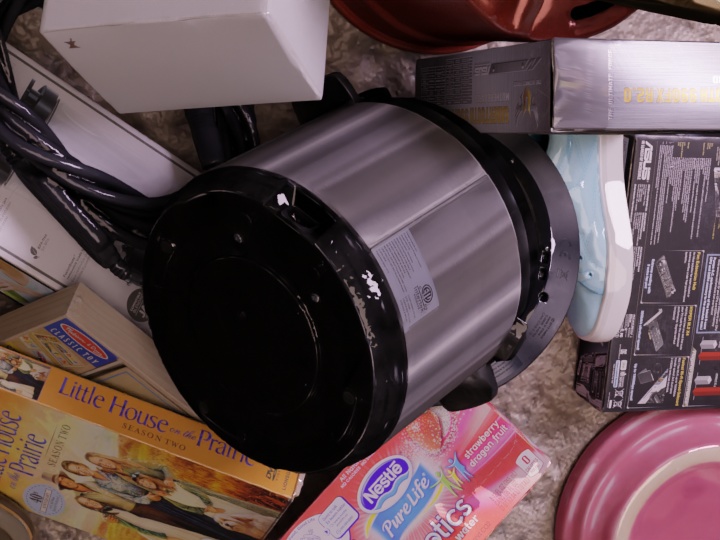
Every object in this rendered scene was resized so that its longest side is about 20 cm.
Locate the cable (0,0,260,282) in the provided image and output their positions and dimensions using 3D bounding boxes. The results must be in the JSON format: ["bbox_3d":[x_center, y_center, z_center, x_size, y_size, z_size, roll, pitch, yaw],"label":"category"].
[{"bbox_3d":[-0.141,-0.104,0.813,0.200,0.051,0.163,49,57,-13],"label":"cable"}]

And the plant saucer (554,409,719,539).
[{"bbox_3d":[0.245,0.194,1.062,0.199,0.051,0.202,-4,106,-15],"label":"plant saucer"}]

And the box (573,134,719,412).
[{"bbox_3d":[0.243,-0.002,1.009,0.157,0.050,0.202,-1,105,-17],"label":"box"}]

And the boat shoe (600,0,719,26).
[{"bbox_3d":[0.141,-0.170,0.717,0.199,0.072,0.067,11,92,-20],"label":"boat shoe"}]

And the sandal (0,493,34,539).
[{"bbox_3d":[-0.293,0.142,0.863,0.199,0.080,0.054,33,49,-26],"label":"sandal"}]

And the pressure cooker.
[{"bbox_3d":[0.002,0.000,0.788,0.200,0.178,0.177,-33,142,-45],"label":"pressure cooker"}]

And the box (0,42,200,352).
[{"bbox_3d":[-0.179,-0.040,0.840,0.199,0.060,0.117,33,64,-23],"label":"box"}]

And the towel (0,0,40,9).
[{"bbox_3d":[-0.213,-0.252,0.819,0.151,0.023,0.202,-5,104,-16],"label":"towel"}]

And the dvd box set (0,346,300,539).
[{"bbox_3d":[-0.149,0.122,0.863,0.199,0.147,0.030,23,52,-9],"label":"dvd box set"}]

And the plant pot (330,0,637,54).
[{"bbox_3d":[0.080,-0.217,0.824,0.199,0.195,0.202,-4,105,-16],"label":"plant pot"}]

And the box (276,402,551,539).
[{"bbox_3d":[0.024,0.166,0.946,0.103,0.095,0.200,41,89,6],"label":"box"}]

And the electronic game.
[{"bbox_3d":[0.041,-0.013,0.907,0.198,0.042,0.202,-1,80,6],"label":"electronic game"}]

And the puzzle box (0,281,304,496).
[{"bbox_3d":[-0.144,0.090,0.867,0.200,0.133,0.026,42,45,-30],"label":"puzzle box"}]

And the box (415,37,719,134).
[{"bbox_3d":[0.137,-0.102,0.808,0.157,0.200,0.049,-3,96,-18],"label":"box"}]

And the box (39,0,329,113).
[{"bbox_3d":[-0.084,-0.198,0.761,0.123,0.098,0.201,-2,70,16],"label":"box"}]

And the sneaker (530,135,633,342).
[{"bbox_3d":[0.132,-0.049,0.955,0.081,0.074,0.202,-6,95,-14],"label":"sneaker"}]
